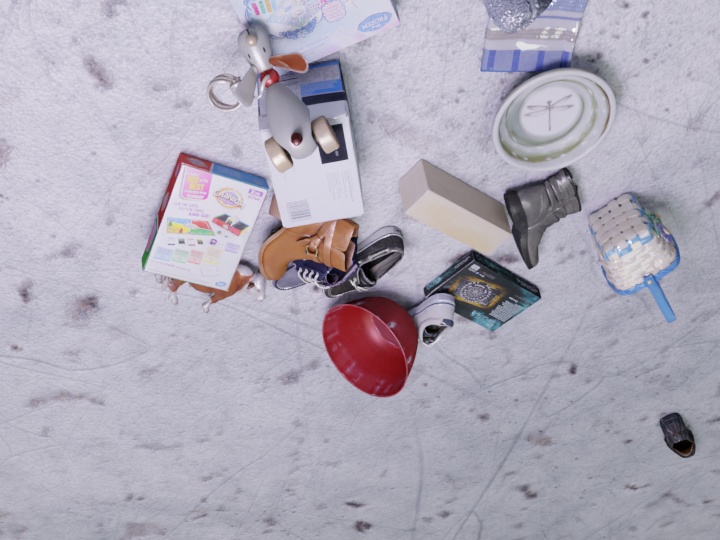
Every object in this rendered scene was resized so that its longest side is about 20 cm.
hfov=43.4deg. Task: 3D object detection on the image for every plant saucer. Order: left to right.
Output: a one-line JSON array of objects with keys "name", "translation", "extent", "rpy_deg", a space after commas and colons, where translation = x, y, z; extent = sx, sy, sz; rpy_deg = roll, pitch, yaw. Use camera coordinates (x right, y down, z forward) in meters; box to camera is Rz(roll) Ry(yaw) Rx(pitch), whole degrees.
[{"name": "plant saucer", "translation": [0.300, -0.245, 1.422], "extent": [0.197, 0.051, 0.202], "rpy_deg": [-5, 138, -4]}]

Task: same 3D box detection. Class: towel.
[{"name": "towel", "translation": [0.255, -0.369, 1.295], "extent": [0.144, 0.024, 0.202], "rpy_deg": [-2, 139, -7]}]

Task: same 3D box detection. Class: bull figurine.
[{"name": "bull figurine", "translation": [-0.264, 0.018, 1.598], "extent": [0.198, 0.066, 0.121], "rpy_deg": [24, 128, -32]}]

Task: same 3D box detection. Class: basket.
[{"name": "basket", "translation": [0.500, -0.020, 1.619], "extent": [0.138, 0.177, 0.201], "rpy_deg": [-27, 125, 14]}]

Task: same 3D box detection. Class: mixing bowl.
[{"name": "mixing bowl", "translation": [0.036, 0.127, 1.714], "extent": [0.198, 0.108, 0.202], "rpy_deg": [24, 132, 29]}]

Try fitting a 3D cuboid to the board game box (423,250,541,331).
[{"name": "board game box", "translation": [0.237, 0.044, 1.751], "extent": [0.199, 0.028, 0.135], "rpy_deg": [27, 130, -34]}]

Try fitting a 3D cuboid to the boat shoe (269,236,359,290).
[{"name": "boat shoe", "translation": [-0.084, -0.001, 1.591], "extent": [0.199, 0.094, 0.074], "rpy_deg": [-36, 132, 27]}]

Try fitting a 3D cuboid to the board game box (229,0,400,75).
[{"name": "board game box", "translation": [-0.072, -0.378, 1.206], "extent": [0.197, 0.044, 0.200], "rpy_deg": [-20, 137, 12]}]

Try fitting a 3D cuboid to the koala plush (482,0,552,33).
[{"name": "koala plush", "translation": [0.197, -0.431, 1.127], "extent": [0.176, 0.184, 0.201], "rpy_deg": [-34, 102, 20]}]

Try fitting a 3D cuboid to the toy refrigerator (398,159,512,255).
[{"name": "toy refrigerator", "translation": [0.160, -0.103, 1.537], "extent": [0.198, 0.077, 0.070], "rpy_deg": [24, 130, -33]}]

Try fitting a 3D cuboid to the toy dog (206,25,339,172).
[{"name": "toy dog", "translation": [-0.110, -0.223, 1.188], "extent": [0.200, 0.096, 0.132], "rpy_deg": [43, 94, -2]}]

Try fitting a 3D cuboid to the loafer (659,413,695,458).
[{"name": "loafer", "translation": [0.802, 0.434, 2.267], "extent": [0.072, 0.073, 0.200], "rpy_deg": [-28, 136, 19]}]

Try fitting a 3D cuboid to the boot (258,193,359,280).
[{"name": "boot", "translation": [-0.085, -0.037, 1.522], "extent": [0.154, 0.077, 0.202], "rpy_deg": [25, 125, 11]}]

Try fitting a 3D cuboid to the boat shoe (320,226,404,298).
[{"name": "boat shoe", "translation": [0.000, 0.000, 1.630], "extent": [0.070, 0.064, 0.199], "rpy_deg": [27, 127, -35]}]

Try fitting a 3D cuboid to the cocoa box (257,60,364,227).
[{"name": "cocoa box", "translation": [-0.073, -0.187, 1.354], "extent": [0.131, 0.133, 0.201], "rpy_deg": [-10, 139, 1]}]

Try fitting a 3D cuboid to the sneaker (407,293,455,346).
[{"name": "sneaker", "translation": [0.119, 0.113, 1.753], "extent": [0.072, 0.072, 0.200], "rpy_deg": [13, 150, -16]}]

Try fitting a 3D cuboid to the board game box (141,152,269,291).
[{"name": "board game box", "translation": [-0.253, -0.074, 1.471], "extent": [0.151, 0.040, 0.202], "rpy_deg": [15, 115, -26]}]

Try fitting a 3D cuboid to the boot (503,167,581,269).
[{"name": "boot", "translation": [0.334, -0.087, 1.600], "extent": [0.129, 0.068, 0.201], "rpy_deg": [-20, 140, 4]}]
